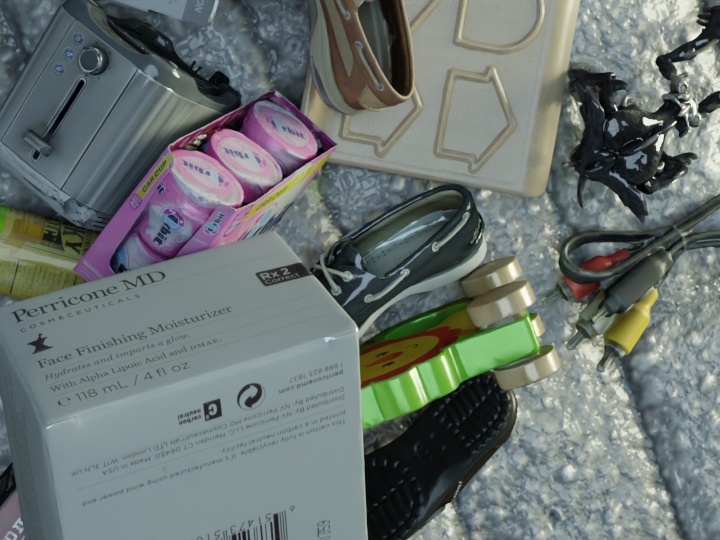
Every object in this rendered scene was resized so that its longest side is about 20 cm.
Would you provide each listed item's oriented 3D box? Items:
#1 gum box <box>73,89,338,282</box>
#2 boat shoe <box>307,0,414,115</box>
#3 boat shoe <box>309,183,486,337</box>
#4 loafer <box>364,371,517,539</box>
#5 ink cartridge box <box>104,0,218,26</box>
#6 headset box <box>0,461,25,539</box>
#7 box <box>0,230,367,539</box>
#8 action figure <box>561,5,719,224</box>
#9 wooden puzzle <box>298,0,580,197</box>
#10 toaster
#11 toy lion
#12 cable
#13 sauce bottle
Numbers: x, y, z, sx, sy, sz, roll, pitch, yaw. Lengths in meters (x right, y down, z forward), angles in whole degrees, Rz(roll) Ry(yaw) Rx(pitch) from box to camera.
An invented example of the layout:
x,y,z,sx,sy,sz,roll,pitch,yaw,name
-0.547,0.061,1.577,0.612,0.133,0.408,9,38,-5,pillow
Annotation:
x,y,z,sx,sy,sz,roll,pitch,yaw,name
-0.103,-0.043,1.197,0.066,0.200,0.114,41,116,4,gum box
0.000,-0.206,1.214,0.076,0.072,0.201,-34,119,-42,boat shoe
0.000,0.000,1.293,0.200,0.076,0.060,-33,139,-14,boat shoe
0.047,0.157,1.321,0.200,0.071,0.073,-40,68,11,loafer
-0.145,-0.282,1.198,0.175,0.084,0.201,19,102,10,ink cartridge box
-0.200,0.212,1.246,0.200,0.149,0.077,40,87,-9,headset box
-0.110,0.110,1.091,0.198,0.131,0.201,-17,125,-20,box
0.213,-0.112,1.313,0.200,0.102,0.119,-34,102,-21,action figure
0.058,-0.161,1.312,0.199,0.046,0.186,9,94,-13,wooden puzzle
-0.170,-0.104,1.219,0.114,0.200,0.129,39,98,11,toaster
0.039,0.063,1.252,0.191,0.200,0.069,-21,98,5,toy lion
0.228,-0.014,1.364,0.200,0.050,0.097,-36,82,-17,cable
-0.200,0.001,1.273,0.199,0.065,0.065,15,92,-12,sauce bottle
